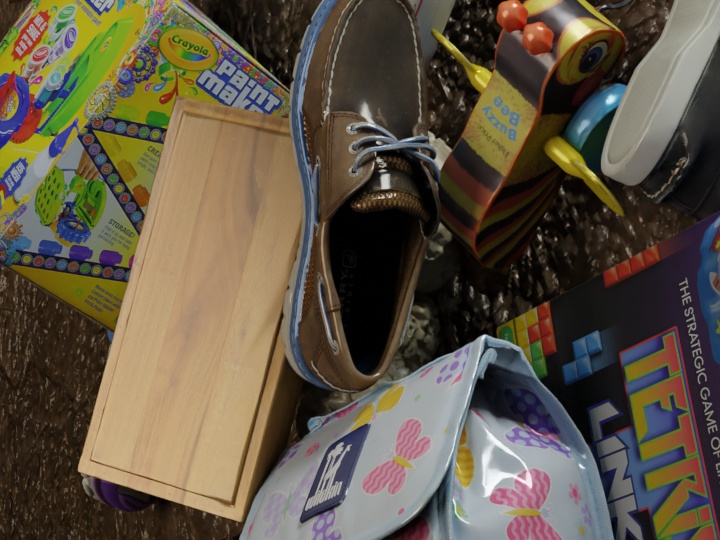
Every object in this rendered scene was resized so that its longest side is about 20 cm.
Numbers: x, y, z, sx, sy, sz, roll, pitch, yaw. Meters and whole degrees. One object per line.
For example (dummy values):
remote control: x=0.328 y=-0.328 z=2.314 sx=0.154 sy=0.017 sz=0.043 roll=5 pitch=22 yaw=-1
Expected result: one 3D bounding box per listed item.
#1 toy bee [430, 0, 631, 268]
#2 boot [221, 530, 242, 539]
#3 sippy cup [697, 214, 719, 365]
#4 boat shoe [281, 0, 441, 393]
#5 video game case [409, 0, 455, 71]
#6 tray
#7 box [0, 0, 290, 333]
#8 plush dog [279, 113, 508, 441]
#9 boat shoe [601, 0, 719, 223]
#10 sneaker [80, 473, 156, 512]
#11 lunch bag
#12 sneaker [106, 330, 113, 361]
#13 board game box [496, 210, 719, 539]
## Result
toy bee: x=0.083 y=-0.093 z=0.786 sx=0.130 sy=0.108 sz=0.202 roll=23 pitch=102 yaw=35
boot: x=-0.027 y=0.228 z=0.952 sx=0.200 sy=0.076 sz=0.170 roll=-22 pitch=71 yaw=58
sippy cup: x=0.201 y=-0.002 z=0.627 sx=0.178 sy=0.139 sz=0.130 roll=-55 pitch=11 yaw=-28
boat shoe: x=0.009 y=-0.041 z=0.793 sx=0.072 sy=0.071 sz=0.203 roll=-170 pitch=82 yaw=-66
video game case: x=0.030 y=-0.170 z=0.914 sx=0.200 sy=0.017 sz=0.144 roll=-100 pitch=30 yaw=-64
tray: x=-0.072 y=0.019 z=0.851 sx=0.098 sy=0.037 sz=0.202 roll=13 pitch=85 yaw=20
box: x=-0.166 y=-0.096 z=1.097 sx=0.193 sy=0.122 sz=0.200 roll=-52 pitch=34 yaw=4
plush dog: x=0.000 y=0.000 z=0.928 sx=0.199 sy=0.160 sz=0.173 roll=34 pitch=100 yaw=21
boat shoe: x=0.176 y=-0.118 z=0.726 sx=0.202 sy=0.060 sz=0.074 roll=-64 pitch=12 yaw=-5
sneaker: x=-0.129 y=0.119 z=1.119 sx=0.084 sy=0.080 sz=0.200 roll=47 pitch=141 yaw=10
lunch bag: x=0.024 y=0.149 z=0.755 sx=0.169 sy=0.126 sz=0.202 roll=-28 pitch=63 yaw=45
sneaker: x=-0.120 y=0.006 z=1.127 sx=0.199 sy=0.073 sz=0.083 roll=-29 pitch=60 yaw=49
board game box: x=0.145 y=0.095 z=0.745 sx=0.165 sy=0.056 sz=0.202 roll=-34 pitch=59 yaw=49
